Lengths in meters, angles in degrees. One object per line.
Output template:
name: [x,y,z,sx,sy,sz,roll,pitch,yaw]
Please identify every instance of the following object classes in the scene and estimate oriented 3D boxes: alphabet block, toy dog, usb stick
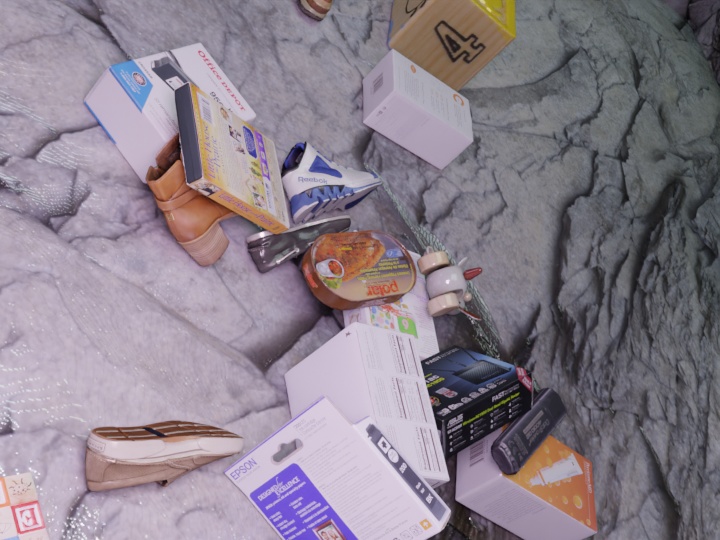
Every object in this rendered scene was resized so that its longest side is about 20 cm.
alphabet block: [0.194,-0.533,1.927,0.195,0.200,0.197,31,41,-24]
toy dog: [0.155,0.022,1.446,0.200,0.095,0.133,-42,115,-77]
usb stick: [0.244,0.228,1.305,0.199,0.032,0.056,-29,89,-53]

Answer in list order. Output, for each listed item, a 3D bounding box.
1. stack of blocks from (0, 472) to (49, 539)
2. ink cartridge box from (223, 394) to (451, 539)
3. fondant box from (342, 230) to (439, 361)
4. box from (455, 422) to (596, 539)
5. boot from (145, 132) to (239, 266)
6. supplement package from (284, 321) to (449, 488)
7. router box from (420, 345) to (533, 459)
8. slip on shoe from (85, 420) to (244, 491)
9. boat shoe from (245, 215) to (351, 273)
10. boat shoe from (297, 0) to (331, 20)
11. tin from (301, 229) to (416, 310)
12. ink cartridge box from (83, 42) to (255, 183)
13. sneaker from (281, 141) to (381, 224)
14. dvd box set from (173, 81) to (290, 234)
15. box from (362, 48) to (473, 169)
stack of blocks: [-0.378,0.259,0.797,0.199,0.058,0.116,-1,61,-47]
ink cartridge box: [-0.031,0.254,1.049,0.200,0.198,0.043,49,32,-3]
fondant box: [0.040,0.051,1.405,0.143,0.058,0.202,19,47,-35]
box: [0.247,0.313,1.357,0.199,0.097,0.125,33,40,-23]
boot: [-0.216,-0.125,1.228,0.156,0.076,0.201,62,38,-39]
supplement package: [0.002,0.197,1.163,0.110,0.155,0.202,16,49,-39]
router box: [0.127,0.180,1.284,0.199,0.149,0.063,-19,114,-40]
slip on shoe: [-0.216,0.208,1.013,0.199,0.075,0.061,8,94,-52]
boat shoe: [-0.087,-0.040,1.350,0.199,0.066,0.058,-15,91,-45]
boat shoe: [-0.087,-0.577,1.762,0.075,0.074,0.202,10,53,-40]
tin: [0.000,0.000,1.331,0.199,0.042,0.113,-6,59,-44]
ink cartridge box: [-0.266,-0.229,1.295,0.145,0.084,0.200,52,37,0]
sneaker: [-0.058,-0.154,1.452,0.199,0.080,0.116,-20,77,-50]
dvd box set: [-0.169,-0.145,1.220,0.200,0.029,0.148,29,43,-57]
box: [0.109,-0.305,1.735,0.199,0.097,0.125,27,43,-28]
